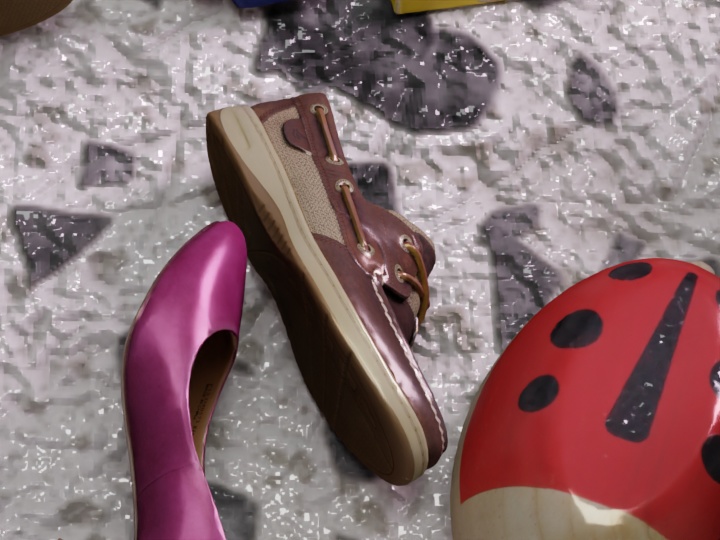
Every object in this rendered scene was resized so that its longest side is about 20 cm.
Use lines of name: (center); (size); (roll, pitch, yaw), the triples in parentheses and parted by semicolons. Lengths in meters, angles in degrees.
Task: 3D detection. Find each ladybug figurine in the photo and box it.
ladybug figurine: (0.110, 0.067, 1.193); (0.135, 0.072, 0.201); (17, 54, 8)

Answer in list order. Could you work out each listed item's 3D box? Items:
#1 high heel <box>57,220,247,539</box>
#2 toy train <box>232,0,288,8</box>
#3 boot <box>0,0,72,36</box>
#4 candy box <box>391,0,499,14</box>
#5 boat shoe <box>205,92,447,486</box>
high heel: (-0.055, 0.075, 1.175); (0.095, 0.068, 0.201); (12, 68, 16)
toy train: (-0.058, -0.232, 1.368); (0.084, 0.116, 0.201); (-10, 56, -13)
boot: (-0.230, -0.179, 1.342); (0.198, 0.073, 0.156); (-4, 57, -1)
candy box: (0.101, -0.180, 1.400); (0.199, 0.026, 0.103); (-9, 59, -11)
boat shoe: (0.000, 0.000, 1.236); (0.072, 0.072, 0.201); (-18, 51, -15)
